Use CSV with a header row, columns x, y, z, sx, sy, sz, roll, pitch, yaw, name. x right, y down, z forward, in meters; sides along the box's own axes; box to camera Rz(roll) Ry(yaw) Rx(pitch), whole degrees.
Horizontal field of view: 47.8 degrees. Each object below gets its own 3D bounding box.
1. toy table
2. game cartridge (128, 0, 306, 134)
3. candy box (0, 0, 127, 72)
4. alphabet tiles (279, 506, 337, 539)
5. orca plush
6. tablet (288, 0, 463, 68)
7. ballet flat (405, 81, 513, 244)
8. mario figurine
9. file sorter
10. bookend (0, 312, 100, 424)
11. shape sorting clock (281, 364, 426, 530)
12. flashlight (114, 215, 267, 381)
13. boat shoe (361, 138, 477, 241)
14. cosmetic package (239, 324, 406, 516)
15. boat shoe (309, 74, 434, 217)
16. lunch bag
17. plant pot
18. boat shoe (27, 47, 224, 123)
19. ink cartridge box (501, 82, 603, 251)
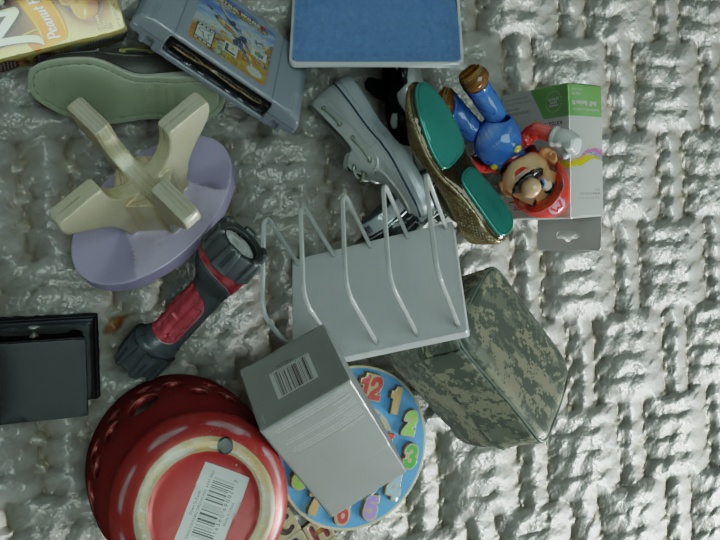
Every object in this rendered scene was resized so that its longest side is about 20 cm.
x,y,z,sx,sy,sz,roll,pitch,yaw,name
-0.218,-0.082,0.816,0.182,0.118,0.202,30,71,14,toy table
-0.144,-0.243,0.872,0.198,0.041,0.135,30,43,-25,game cartridge
-0.348,-0.269,0.815,0.197,0.055,0.118,-21,99,-21,candy box
-0.082,0.396,0.979,0.165,0.006,0.203,-31,103,-18,alphabet tiles
0.034,-0.241,0.971,0.069,0.105,0.205,-9,88,15,orca plush
0.018,-0.282,0.926,0.195,0.014,0.133,0,62,1,tablet
0.094,-0.110,0.902,0.070,0.065,0.202,-38,100,-38,ballet flat
0.170,-0.134,0.929,0.200,0.123,0.107,43,63,-17,mario figurine
0.000,0.000,0.862,0.196,0.125,0.141,-13,55,14,file sorter
-0.339,0.099,0.756,0.194,0.199,0.095,-2,93,-21,bookend
-0.008,0.216,0.985,0.196,0.039,0.205,0,91,-23,shape sorting clock
-0.181,0.034,0.841,0.068,0.068,0.200,42,109,-12,flashlight
0.091,-0.090,0.996,0.199,0.073,0.069,-42,102,-16,boat shoe
-0.035,0.164,0.859,0.105,0.091,0.202,-28,138,-3,cosmetic package
0.010,-0.132,0.941,0.066,0.074,0.202,-32,67,-2,boat shoe
0.126,0.111,0.972,0.201,0.166,0.140,48,47,-19,lunch bag
-0.180,0.220,0.840,0.196,0.182,0.206,0,91,-20,plant pot
-0.246,-0.200,0.861,0.196,0.061,0.073,2,131,-19,boat shoe
0.243,-0.125,1.031,0.066,0.116,0.205,-4,93,-35,ink cartridge box
